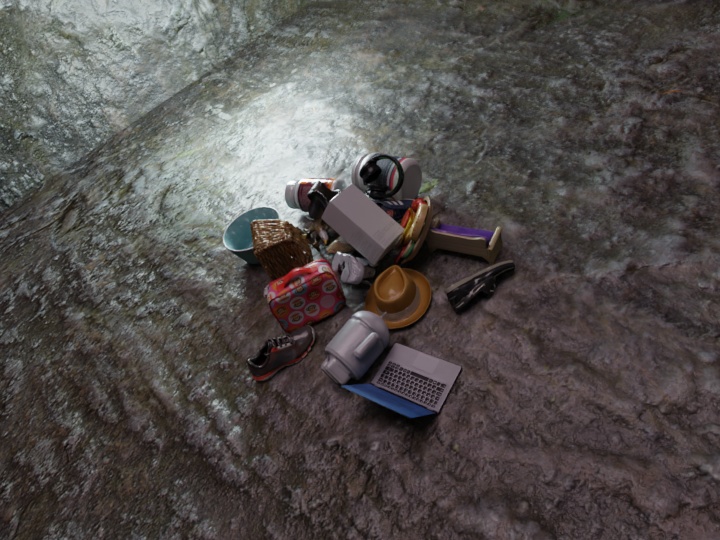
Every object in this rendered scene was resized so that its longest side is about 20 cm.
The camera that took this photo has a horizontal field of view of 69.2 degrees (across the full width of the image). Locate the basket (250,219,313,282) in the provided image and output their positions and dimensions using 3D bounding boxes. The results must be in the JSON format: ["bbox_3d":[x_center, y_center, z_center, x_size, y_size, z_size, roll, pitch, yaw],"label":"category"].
[{"bbox_3d":[-0.217,-0.059,1.520,0.141,0.201,0.150,-23,43,2],"label":"basket"}]

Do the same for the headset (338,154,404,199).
[{"bbox_3d":[0.031,-0.264,1.552,0.198,0.094,0.125,-22,84,29],"label":"headset"}]

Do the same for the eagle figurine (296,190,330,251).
[{"bbox_3d":[-0.105,-0.145,1.563,0.151,0.200,0.151,51,33,14],"label":"eagle figurine"}]

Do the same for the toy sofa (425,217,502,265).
[{"bbox_3d":[0.276,-0.092,1.410,0.198,0.098,0.083,13,55,34],"label":"toy sofa"}]

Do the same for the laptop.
[{"bbox_3d":[0.095,0.237,1.164,0.185,0.117,0.201,16,57,34],"label":"laptop"}]

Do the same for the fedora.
[{"bbox_3d":[0.089,0.054,1.363,0.198,0.082,0.202,-12,45,12],"label":"fedora"}]

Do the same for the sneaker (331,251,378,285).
[{"bbox_3d":[0.000,0.000,1.408,0.200,0.113,0.076,-149,74,-68],"label":"sneaker"}]

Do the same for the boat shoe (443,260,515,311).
[{"bbox_3d":[0.307,0.035,1.313,0.198,0.072,0.068,-26,80,-11],"label":"boat shoe"}]

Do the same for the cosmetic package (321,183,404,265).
[{"bbox_3d":[0.006,-0.127,1.412,0.200,0.081,0.113,42,50,8],"label":"cosmetic package"}]

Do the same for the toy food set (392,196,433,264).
[{"bbox_3d":[0.142,-0.112,1.442,0.048,0.200,0.201,20,30,-10],"label":"toy food set"}]

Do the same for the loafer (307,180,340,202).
[{"bbox_3d":[-0.069,-0.214,1.609,0.073,0.199,0.072,6,73,52],"label":"loafer"}]

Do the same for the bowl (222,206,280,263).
[{"bbox_3d":[-0.329,-0.100,1.677,0.198,0.106,0.203,-13,44,13],"label":"bowl"}]

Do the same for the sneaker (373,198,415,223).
[{"bbox_3d":[0.095,-0.170,1.543,0.197,0.076,0.085,-3,14,0],"label":"sneaker"}]

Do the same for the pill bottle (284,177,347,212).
[{"bbox_3d":[-0.145,-0.249,1.731,0.197,0.115,0.115,7,51,28],"label":"pill bottle"}]

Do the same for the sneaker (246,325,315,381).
[{"bbox_3d":[-0.206,0.204,1.352,0.199,0.082,0.077,-38,45,-14],"label":"sneaker"}]

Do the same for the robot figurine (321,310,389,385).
[{"bbox_3d":[-0.007,0.180,1.261,0.200,0.113,0.169,-48,12,-17],"label":"robot figurine"}]

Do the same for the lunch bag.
[{"bbox_3d":[-0.151,0.062,1.394,0.198,0.177,0.082,-25,44,-2],"label":"lunch bag"}]

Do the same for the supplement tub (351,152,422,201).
[{"bbox_3d":[0.083,-0.296,1.657,0.198,0.141,0.141,20,58,36],"label":"supplement tub"}]

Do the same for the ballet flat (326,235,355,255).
[{"bbox_3d":[-0.003,-0.095,1.495,0.197,0.066,0.071,-12,36,-8],"label":"ballet flat"}]
